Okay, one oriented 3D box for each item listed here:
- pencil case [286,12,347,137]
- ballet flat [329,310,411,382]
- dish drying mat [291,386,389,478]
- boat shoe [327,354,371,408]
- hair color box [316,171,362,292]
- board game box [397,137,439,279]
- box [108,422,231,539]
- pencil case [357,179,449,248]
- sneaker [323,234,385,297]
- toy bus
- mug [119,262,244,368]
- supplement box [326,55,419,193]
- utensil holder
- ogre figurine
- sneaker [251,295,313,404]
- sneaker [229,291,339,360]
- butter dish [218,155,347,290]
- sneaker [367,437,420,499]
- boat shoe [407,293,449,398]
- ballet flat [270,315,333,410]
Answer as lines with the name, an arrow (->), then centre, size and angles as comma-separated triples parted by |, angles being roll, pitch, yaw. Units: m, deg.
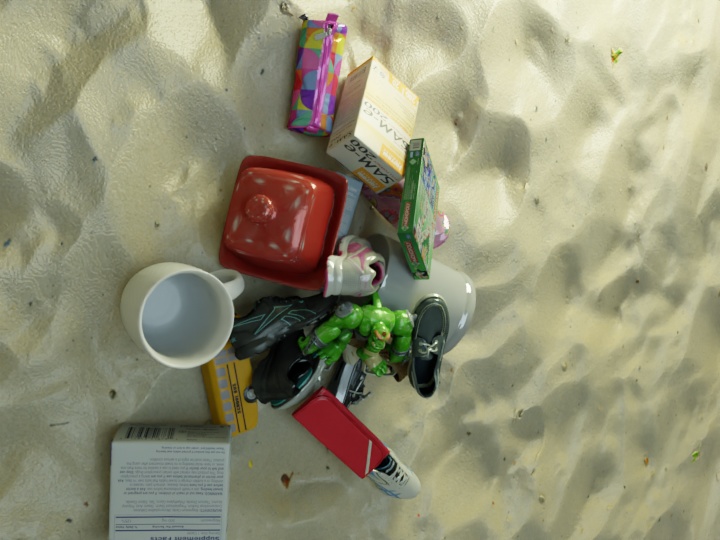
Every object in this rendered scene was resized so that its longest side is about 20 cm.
pencil case -> -0.074, -0.330, 1.399 | 0.088, 0.088, 0.202 | 5, 95, -31
ballet flat -> 0.014, 0.146, 1.472 | 0.199, 0.068, 0.073 | 31, 87, -29
dish drying mat -> -0.031, 0.292, 1.471 | 0.077, 0.018, 0.200 | -42, 117, 2
boat shoe -> -0.019, 0.216, 1.514 | 0.068, 0.074, 0.201 | 23, 75, -16
hair color box -> -0.072, -0.069, 1.426 | 0.060, 0.099, 0.202 | 20, 87, -32
board game box -> 0.101, -0.105, 1.403 | 0.135, 0.029, 0.201 | 66, 28, -52
box -> -0.302, 0.356, 1.318 | 0.182, 0.105, 0.202 | 3, 96, -8
pencil case -> 0.083, -0.121, 1.523 | 0.200, 0.087, 0.088 | 40, 77, -29
sneaker -> 0.000, 0.000, 1.353 | 0.087, 0.200, 0.082 | 9, 111, 8
toy bus -> -0.224, 0.172, 1.392 | 0.078, 0.065, 0.202 | -16, 105, -26
mug -> -0.274, 0.050, 1.280 | 0.199, 0.175, 0.149 | -27, 110, -25
supplement box -> 0.026, -0.253, 1.422 | 0.126, 0.073, 0.201 | 35, 49, -30
utensil holder -> 0.081, 0.045, 1.496 | 0.199, 0.170, 0.171 | 25, 84, -28
ogre figurine -> 0.007, 0.104, 1.365 | 0.199, 0.099, 0.120 | 22, 127, -11
sneaker -> -0.116, 0.135, 1.407 | 0.076, 0.090, 0.201 | 49, 44, -48
sneaker -> -0.127, 0.071, 1.348 | 0.199, 0.075, 0.080 | -27, 89, -18
butter dish -> -0.140, -0.086, 1.313 | 0.198, 0.148, 0.202 | 14, 87, 13
sneaker -> 0.053, 0.384, 1.581 | 0.200, 0.072, 0.072 | 45, 73, -29
boat shoe -> 0.121, 0.134, 1.425 | 0.072, 0.062, 0.201 | 0, 123, -10
ballet flat -> -0.084, 0.176, 1.478 | 0.069, 0.069, 0.201 | 41, 73, -28
